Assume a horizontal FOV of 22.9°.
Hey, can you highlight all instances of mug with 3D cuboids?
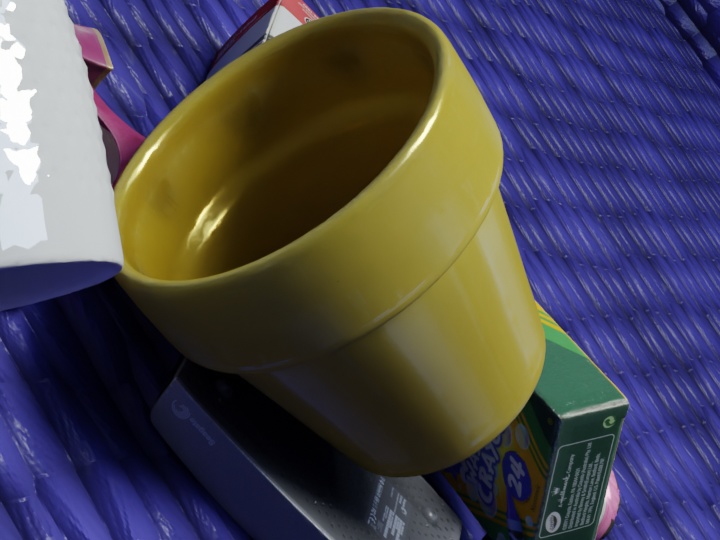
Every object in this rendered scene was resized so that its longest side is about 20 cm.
[{"bbox_3d":[-0.196,-0.068,0.769,0.147,0.200,0.176,-9,84,-24],"label":"mug"}]

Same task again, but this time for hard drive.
[{"bbox_3d":[-0.028,0.111,0.977,0.200,0.042,0.135,45,22,-11],"label":"hard drive"}]

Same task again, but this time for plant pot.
[{"bbox_3d":[0.000,0.000,0.918,0.189,0.200,0.201,55,17,-32],"label":"plant pot"}]

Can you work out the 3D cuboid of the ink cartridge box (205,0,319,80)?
[{"bbox_3d":[-0.039,-0.091,1.224,0.147,0.083,0.200,44,22,-15],"label":"ink cartridge box"}]

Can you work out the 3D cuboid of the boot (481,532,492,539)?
[{"bbox_3d":[0.153,0.238,1.100,0.200,0.074,0.075,55,16,20],"label":"boot"}]

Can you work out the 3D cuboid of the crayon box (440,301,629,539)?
[{"bbox_3d":[0.079,0.075,1.093,0.051,0.126,0.200,-10,37,-24],"label":"crayon box"}]

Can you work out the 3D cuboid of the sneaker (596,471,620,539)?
[{"bbox_3d":[0.100,0.097,1.214,0.086,0.080,0.200,7,41,-46],"label":"sneaker"}]

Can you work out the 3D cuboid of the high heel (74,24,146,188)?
[{"bbox_3d":[-0.167,-0.075,0.985,0.096,0.067,0.200,10,49,-42],"label":"high heel"}]
